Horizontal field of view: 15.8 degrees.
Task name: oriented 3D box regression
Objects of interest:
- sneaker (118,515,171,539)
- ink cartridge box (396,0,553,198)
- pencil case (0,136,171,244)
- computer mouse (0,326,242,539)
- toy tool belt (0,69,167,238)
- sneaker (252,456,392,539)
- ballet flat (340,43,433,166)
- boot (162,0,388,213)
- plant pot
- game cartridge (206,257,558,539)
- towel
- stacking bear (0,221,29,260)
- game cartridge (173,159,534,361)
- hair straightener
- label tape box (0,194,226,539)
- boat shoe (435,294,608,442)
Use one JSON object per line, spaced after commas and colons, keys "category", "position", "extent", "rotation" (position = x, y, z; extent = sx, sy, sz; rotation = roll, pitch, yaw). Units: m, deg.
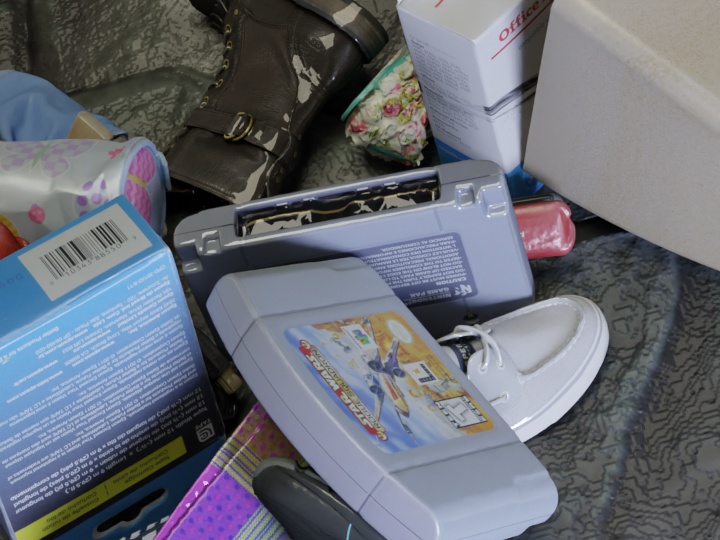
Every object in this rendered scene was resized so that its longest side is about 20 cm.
{"category": "sneaker", "position": [-0.127, 0.171, 1.499], "extent": [0.108, 0.070, 0.200], "rotation": [26, 66, 29]}
{"category": "ink cartridge box", "position": [0.092, -0.148, 1.608], "extent": [0.068, 0.200, 0.116], "rotation": [30, 65, 33]}
{"category": "pencil case", "position": [-0.217, -0.042, 1.573], "extent": [0.199, 0.084, 0.091], "rotation": [2, 26, 16]}
{"category": "computer mouse", "position": [-0.167, 0.104, 1.563], "extent": [0.200, 0.110, 0.044], "rotation": [-46, 13, -15]}
{"category": "toy tool belt", "position": [-0.218, -0.081, 1.684], "extent": [0.199, 0.123, 0.125], "rotation": [28, 53, 36]}
{"category": "sneaker", "position": [0.008, 0.184, 1.411], "extent": [0.200, 0.075, 0.079], "rotation": [43, 87, 4]}
{"category": "ballet flat", "position": [0.063, -0.145, 1.713], "extent": [0.064, 0.076, 0.200], "rotation": [37, 70, 2]}
{"category": "boot", "position": [-0.090, -0.119, 1.725], "extent": [0.199, 0.069, 0.174], "rotation": [23, 72, 44]}
{"category": "plant pot", "position": [0.234, -0.111, 1.548], "extent": [0.200, 0.200, 0.177], "rotation": [-40, 70, -21]}
{"category": "game cartridge", "position": [0.008, 0.072, 1.434], "extent": [0.200, 0.133, 0.042], "rotation": [49, 118, 23]}
{"category": "towel", "position": [-0.035, 0.158, 1.455], "extent": [0.143, 0.023, 0.200], "rotation": [41, 74, -6]}
{"category": "stacking bear", "position": [-0.292, -0.014, 1.500], "extent": [0.199, 0.114, 0.122], "rotation": [16, 35, -1]}
{"category": "game cartridge", "position": [0.000, 0.000, 1.558], "extent": [0.199, 0.133, 0.041], "rotation": [-10, 49, 8]}
{"category": "hair straightener", "position": [0.034, -0.015, 1.623], "extent": [0.199, 0.041, 0.077], "rotation": [-13, 10, 3]}
{"category": "label tape box", "position": [-0.162, 0.073, 1.494], "extent": [0.143, 0.201, 0.066], "rotation": [-30, 49, -16]}
{"category": "boat shoe", "position": [0.058, 0.068, 1.530], "extent": [0.199, 0.069, 0.072], "rotation": [-29, 50, -8]}
